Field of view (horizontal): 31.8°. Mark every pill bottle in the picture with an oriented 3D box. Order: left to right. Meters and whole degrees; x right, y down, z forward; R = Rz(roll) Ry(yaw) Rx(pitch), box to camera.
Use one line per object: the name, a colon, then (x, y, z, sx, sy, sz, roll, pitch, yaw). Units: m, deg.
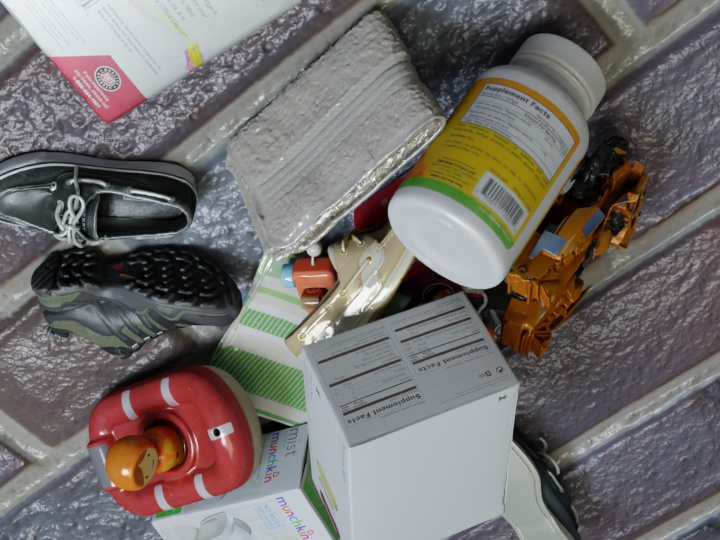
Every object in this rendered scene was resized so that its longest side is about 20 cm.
pill bottle: (0.118, -0.095, 1.034, 0.110, 0.201, 0.111, 30, 158, 14)

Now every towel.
towel: (-0.061, 0.072, 1.255, 0.151, 0.024, 0.201, 21, 121, -18)
towel: (-0.028, -0.112, 1.060, 0.200, 0.133, 0.034, -40, 148, 23)

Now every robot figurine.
robot figurine: (0.189, -0.024, 1.103, 0.058, 0.200, 0.146, 29, 148, 23)

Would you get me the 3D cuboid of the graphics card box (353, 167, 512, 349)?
graphics card box: (0.102, -0.015, 1.182, 0.125, 0.051, 0.200, -34, 121, 21)

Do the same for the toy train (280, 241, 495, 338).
toy train: (0.026, 0.044, 1.168, 0.197, 0.056, 0.151, 2, 136, 13)

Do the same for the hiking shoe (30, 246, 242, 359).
hiking shoe: (-0.208, 0.035, 1.198, 0.197, 0.076, 0.101, 6, 135, 4)

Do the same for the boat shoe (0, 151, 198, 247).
boat shoe: (-0.245, -0.055, 1.124, 0.196, 0.068, 0.074, 5, 125, -6)

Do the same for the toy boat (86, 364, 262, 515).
toy boat: (-0.195, 0.173, 1.220, 0.198, 0.130, 0.132, -20, 92, 28)

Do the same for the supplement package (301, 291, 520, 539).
supplement package: (0.041, 0.144, 1.099, 0.154, 0.111, 0.201, -19, 140, -15)

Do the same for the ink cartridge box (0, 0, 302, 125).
ink cartridge box: (-0.162, -0.233, 0.991, 0.198, 0.083, 0.146, -28, 122, 16)

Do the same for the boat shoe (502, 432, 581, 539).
boat shoe: (0.182, 0.231, 1.354, 0.074, 0.062, 0.201, -23, 116, 33)

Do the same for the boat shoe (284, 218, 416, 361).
boat shoe: (0.000, 0.000, 1.099, 0.069, 0.074, 0.201, 31, 97, -2)

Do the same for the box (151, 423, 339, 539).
box: (-0.093, 0.277, 1.346, 0.174, 0.097, 0.201, -14, 126, 18)
